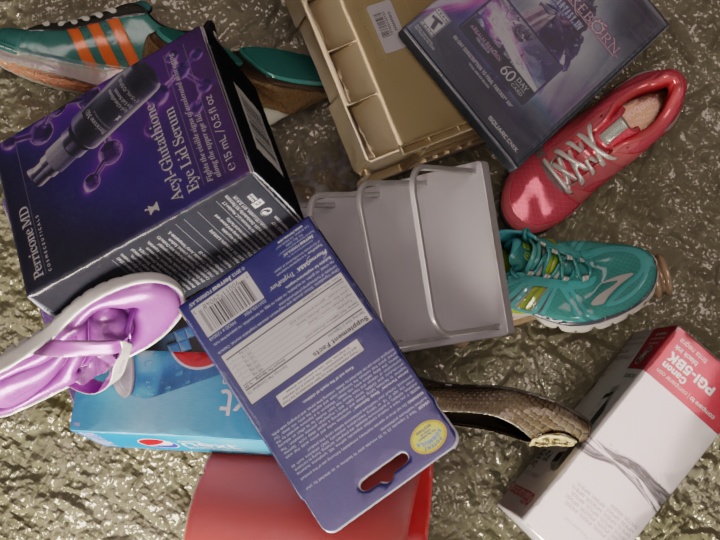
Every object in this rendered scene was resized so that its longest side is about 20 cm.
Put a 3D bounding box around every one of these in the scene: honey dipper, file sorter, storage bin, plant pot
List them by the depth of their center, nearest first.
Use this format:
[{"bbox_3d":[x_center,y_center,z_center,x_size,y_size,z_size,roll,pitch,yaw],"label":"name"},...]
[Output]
[{"bbox_3d":[0.000,0.000,1.088,0.198,0.124,0.141,-11,86,31],"label":"file sorter"},{"bbox_3d":[-0.042,0.224,1.089,0.175,0.200,0.203,8,85,9],"label":"plant pot"},{"bbox_3d":[0.045,-0.197,1.138,0.197,0.094,0.202,-22,87,-20],"label":"storage bin"},{"bbox_3d":[0.171,0.032,1.183,0.197,0.038,0.038,-17,86,1],"label":"honey dipper"}]

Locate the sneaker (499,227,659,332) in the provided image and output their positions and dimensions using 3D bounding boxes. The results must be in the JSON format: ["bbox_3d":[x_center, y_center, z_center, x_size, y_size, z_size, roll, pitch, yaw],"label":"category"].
[{"bbox_3d":[0.148,0.003,1.136,0.197,0.080,0.079,0,66,10],"label":"sneaker"}]

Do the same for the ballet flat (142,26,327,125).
[{"bbox_3d":[-0.104,-0.152,1.143,0.068,0.199,0.073,44,118,35],"label":"ballet flat"}]

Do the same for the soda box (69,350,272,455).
[{"bbox_3d":[-0.121,0.103,1.061,0.197,0.064,0.069,1,72,16],"label":"soda box"}]

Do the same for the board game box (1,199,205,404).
[{"bbox_3d":[-0.192,0.007,1.159,0.163,0.057,0.202,-21,87,-4],"label":"board game box"}]

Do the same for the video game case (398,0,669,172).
[{"bbox_3d":[0.144,-0.196,1.111,0.200,0.019,0.143,-42,94,-20],"label":"video game case"}]

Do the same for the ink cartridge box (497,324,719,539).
[{"bbox_3d":[0.210,0.148,1.116,0.083,0.147,0.200,40,85,2],"label":"ink cartridge box"}]

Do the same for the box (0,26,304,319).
[{"bbox_3d":[-0.162,-0.062,1.042,0.198,0.104,0.149,-29,59,9],"label":"box"}]

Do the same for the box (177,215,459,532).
[{"bbox_3d":[-0.030,0.076,0.989,0.120,0.032,0.201,-34,76,-4],"label":"box"}]

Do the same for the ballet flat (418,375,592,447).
[{"bbox_3d":[0.078,0.111,1.053,0.197,0.068,0.047,12,66,8],"label":"ballet flat"}]

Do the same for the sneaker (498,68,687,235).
[{"bbox_3d":[0.197,-0.110,1.165,0.200,0.087,0.074,-40,87,-4],"label":"sneaker"}]

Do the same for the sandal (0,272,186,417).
[{"bbox_3d":[-0.209,0.069,1.022,0.201,0.082,0.050,-30,55,19],"label":"sandal"}]

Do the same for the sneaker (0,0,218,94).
[{"bbox_3d":[-0.217,-0.193,1.169,0.197,0.071,0.081,9,85,-9],"label":"sneaker"}]
